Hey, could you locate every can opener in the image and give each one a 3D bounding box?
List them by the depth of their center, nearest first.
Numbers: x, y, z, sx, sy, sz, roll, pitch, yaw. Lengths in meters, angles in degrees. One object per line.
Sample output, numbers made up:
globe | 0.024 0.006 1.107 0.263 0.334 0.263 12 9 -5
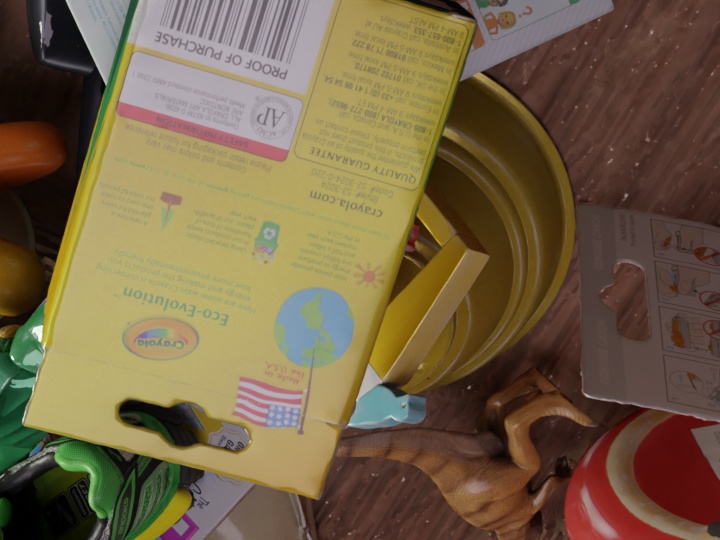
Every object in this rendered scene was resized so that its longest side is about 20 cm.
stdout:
can opener | -0.107 -0.066 0.925 0.078 0.063 0.201 -1 102 -13

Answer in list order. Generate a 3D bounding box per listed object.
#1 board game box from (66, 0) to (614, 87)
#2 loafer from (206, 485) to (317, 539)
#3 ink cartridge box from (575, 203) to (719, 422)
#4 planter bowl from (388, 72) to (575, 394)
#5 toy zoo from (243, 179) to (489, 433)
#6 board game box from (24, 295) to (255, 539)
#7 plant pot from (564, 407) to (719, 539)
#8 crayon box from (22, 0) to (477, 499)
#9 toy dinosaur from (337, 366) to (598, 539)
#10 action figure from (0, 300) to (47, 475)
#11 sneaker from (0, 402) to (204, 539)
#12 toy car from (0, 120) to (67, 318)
board game box | -0.019 -0.135 0.854 0.199 0.064 0.148 -24 107 1
loafer | -0.058 0.130 1.088 0.075 0.068 0.201 -10 123 11
ink cartridge box | 0.189 0.047 0.952 0.199 0.162 0.050 10 123 -2
planter bowl | 0.000 0.000 0.985 0.199 0.084 0.201 2 124 3
toy zoo | -0.029 -0.010 0.917 0.131 0.200 0.020 -47 150 17
board game box | -0.133 0.096 1.053 0.134 0.034 0.200 44 125 5
plant pot | 0.186 0.167 1.017 0.199 0.201 0.183 -5 118 8
crayon box | -0.047 -0.023 0.822 0.126 0.051 0.201 16 102 -11
toy dinosaur | 0.057 0.094 1.023 0.106 0.060 0.200 -50 137 3
action figure | -0.164 0.054 0.938 0.118 0.055 0.200 -7 166 -35
sneaker | -0.168 0.132 0.990 0.200 0.085 0.078 -45 73 21
toy car | -0.226 -0.055 0.937 0.199 0.175 0.151 15 89 0
